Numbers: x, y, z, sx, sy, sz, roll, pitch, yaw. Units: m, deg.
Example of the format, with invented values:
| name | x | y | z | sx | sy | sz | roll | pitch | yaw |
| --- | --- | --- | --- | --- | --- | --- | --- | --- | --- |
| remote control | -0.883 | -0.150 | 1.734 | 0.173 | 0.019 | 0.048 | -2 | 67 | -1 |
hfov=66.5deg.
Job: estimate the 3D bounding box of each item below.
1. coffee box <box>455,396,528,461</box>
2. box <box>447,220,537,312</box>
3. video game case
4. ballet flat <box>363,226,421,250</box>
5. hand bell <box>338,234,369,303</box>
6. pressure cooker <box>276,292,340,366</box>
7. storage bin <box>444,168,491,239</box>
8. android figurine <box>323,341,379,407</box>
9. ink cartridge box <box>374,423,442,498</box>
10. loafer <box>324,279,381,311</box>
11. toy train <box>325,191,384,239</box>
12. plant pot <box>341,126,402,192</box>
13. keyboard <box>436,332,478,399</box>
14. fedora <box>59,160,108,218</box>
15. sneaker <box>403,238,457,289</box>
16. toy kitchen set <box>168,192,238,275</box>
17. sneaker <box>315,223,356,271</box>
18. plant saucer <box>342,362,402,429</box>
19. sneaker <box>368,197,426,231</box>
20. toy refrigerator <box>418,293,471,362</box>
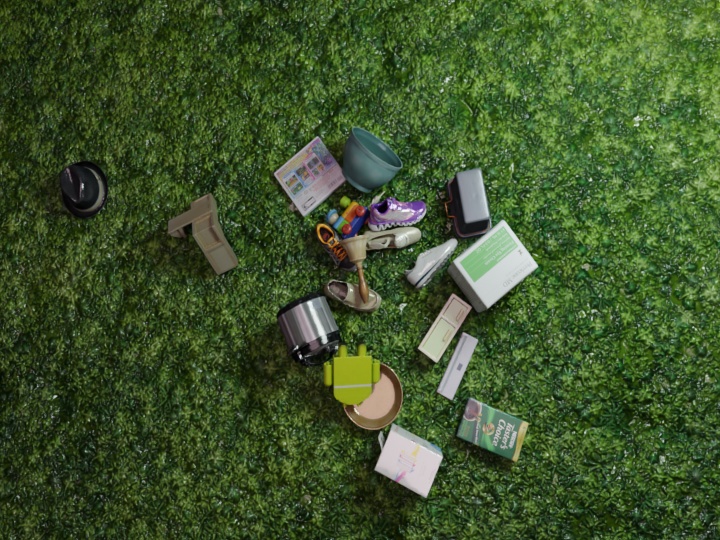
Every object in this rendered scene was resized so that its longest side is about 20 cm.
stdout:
| name | x | y | z | sx | sy | sz | roll | pitch | yaw |
| --- | --- | --- | --- | --- | --- | --- | --- | --- | --- |
| coffee box | 0.400 | 0.481 | 1.667 | 0.194 | 0.044 | 0.127 | 22 | 86 | 9 |
| box | 0.390 | -0.006 | 1.650 | 0.197 | 0.200 | 0.173 | -37 | 82 | -1 |
| video game case | -0.166 | -0.315 | 1.842 | 0.198 | 0.024 | 0.184 | -38 | 80 | 2 |
| ballet flat | 0.098 | -0.095 | 1.760 | 0.192 | 0.069 | 0.072 | -5 | 82 | 11 |
| hand bell | 0.000 | 0.000 | 1.716 | 0.100 | 0.104 | 0.208 | -12 | 89 | 5 |
| pressure cooker | -0.156 | 0.193 | 1.701 | 0.171 | 0.179 | 0.205 | -26 | 80 | 0 |
| storage bin | 0.336 | -0.217 | 1.716 | 0.140 | 0.134 | 0.208 | -10 | 81 | 5 |
| android figurine | -0.026 | 0.321 | 1.679 | 0.174 | 0.041 | 0.209 | -3 | 101 | -9 |
| ink cartridge box | 0.134 | 0.560 | 1.647 | 0.194 | 0.129 | 0.129 | 24 | 86 | 10 |
| loafer | -0.029 | 0.080 | 1.754 | 0.193 | 0.068 | 0.079 | 14 | 85 | 8 |
| toy train | -0.019 | -0.205 | 1.788 | 0.115 | 0.085 | 0.202 | 37 | 88 | 23 |
| plant pot | 0.020 | -0.338 | 1.753 | 0.199 | 0.199 | 0.136 | 42 | 116 | 9 |
| keyboard | 0.304 | 0.299 | 1.720 | 0.055 | 0.011 | 0.206 | 25 | 87 | 4 |
| fedora | -0.974 | -0.288 | 1.896 | 0.192 | 0.092 | 0.209 | -1 | 83 | 7 |
| sneaker | 0.226 | -0.036 | 1.740 | 0.200 | 0.076 | 0.081 | -45 | 71 | -2 |
| toy kitchen set | -0.527 | -0.108 | 1.835 | 0.159 | 0.184 | 0.203 | -24 | 41 | 0 |
| sneaker | -0.081 | -0.075 | 1.776 | 0.200 | 0.077 | 0.078 | 44 | 88 | 8 |
| plant saucer | 0.038 | 0.391 | 1.725 | 0.192 | 0.035 | 0.209 | -1 | 82 | 7 |
| sneaker | 0.114 | -0.192 | 1.747 | 0.192 | 0.091 | 0.082 | -13 | 40 | -1 |
| toy refrigerator | 0.261 | 0.179 | 1.708 | 0.075 | 0.070 | 0.203 | 33 | 87 | 10 |
